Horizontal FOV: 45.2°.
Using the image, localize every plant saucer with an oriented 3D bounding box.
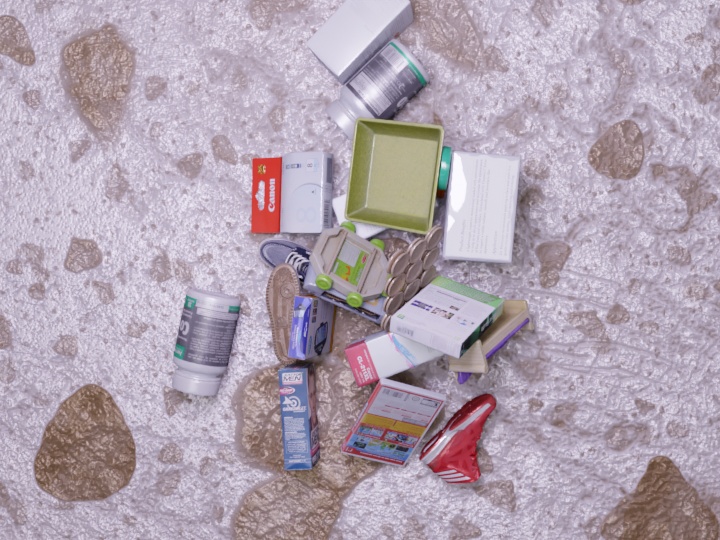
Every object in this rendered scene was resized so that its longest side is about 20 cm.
[{"bbox_3d":[0.072,-0.182,1.648,0.198,0.048,0.202,12,100,33],"label":"plant saucer"}]

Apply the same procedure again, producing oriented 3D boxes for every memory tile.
[{"bbox_3d":[0.094,0.016,1.612,0.017,0.201,0.153,34,52,25],"label":"memory tile"}]

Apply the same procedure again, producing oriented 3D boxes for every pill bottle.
[{"bbox_3d":[0.031,-0.354,1.725,0.200,0.113,0.113,-42,86,6],"label":"pill bottle"},{"bbox_3d":[-0.318,0.146,1.765,0.112,0.113,0.202,12,91,7],"label":"pill bottle"}]

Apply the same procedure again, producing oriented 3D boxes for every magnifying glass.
[{"bbox_3d":[0.160,-0.179,1.667,0.022,0.200,0.080,7,79,2],"label":"magnifying glass"}]

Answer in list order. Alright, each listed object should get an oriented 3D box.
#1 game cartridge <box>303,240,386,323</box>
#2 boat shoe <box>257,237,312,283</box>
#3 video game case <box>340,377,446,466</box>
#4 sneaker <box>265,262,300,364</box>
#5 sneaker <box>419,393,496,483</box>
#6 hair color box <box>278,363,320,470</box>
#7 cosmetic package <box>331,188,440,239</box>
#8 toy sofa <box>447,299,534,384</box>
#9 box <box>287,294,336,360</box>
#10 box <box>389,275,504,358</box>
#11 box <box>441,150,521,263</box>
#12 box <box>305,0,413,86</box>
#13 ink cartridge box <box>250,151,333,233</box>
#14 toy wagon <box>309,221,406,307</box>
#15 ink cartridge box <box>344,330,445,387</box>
[{"bbox_3d":[-0.008,0.019,1.697,0.199,0.042,0.134,24,55,-14],"label":"game cartridge"},{"bbox_3d":[-0.123,-0.015,1.757,0.199,0.093,0.075,20,93,6],"label":"boat shoe"},{"bbox_3d":[0.064,0.303,1.706,0.142,0.018,0.201,17,121,-18],"label":"video game case"},{"bbox_3d":[-0.142,0.080,1.748,0.069,0.108,0.202,-1,97,11],"label":"sneaker"},{"bbox_3d":[0.223,0.346,1.739,0.115,0.078,0.200,44,108,-4],"label":"sneaker"},{"bbox_3d":[-0.123,0.294,1.757,0.060,0.100,0.202,-4,90,6],"label":"hair color box"},{"bbox_3d":[0.051,-0.133,1.745,0.199,0.071,0.102,-23,88,6],"label":"cosmetic package"},{"bbox_3d":[0.252,0.137,1.657,0.082,0.200,0.098,-3,110,41],"label":"toy sofa"},{"bbox_3d":[-0.096,0.108,1.701,0.041,0.200,0.120,7,91,16],"label":"box"},{"bbox_3d":[0.163,0.082,1.597,0.143,0.200,0.037,21,123,25],"label":"box"},{"bbox_3d":[0.228,-0.116,1.660,0.130,0.200,0.201,6,92,5],"label":"box"},{"bbox_3d":[0.001,-0.477,1.722,0.200,0.124,0.098,-45,85,5],"label":"box"},{"bbox_3d":[-0.150,-0.156,1.749,0.199,0.047,0.162,1,90,28],"label":"ink cartridge box"},{"bbox_3d":[0.000,0.000,1.665,0.199,0.040,0.156,31,51,-9],"label":"toy wagon"},{"bbox_3d":[0.080,0.151,1.707,0.199,0.146,0.083,-21,88,7],"label":"ink cartridge box"}]
